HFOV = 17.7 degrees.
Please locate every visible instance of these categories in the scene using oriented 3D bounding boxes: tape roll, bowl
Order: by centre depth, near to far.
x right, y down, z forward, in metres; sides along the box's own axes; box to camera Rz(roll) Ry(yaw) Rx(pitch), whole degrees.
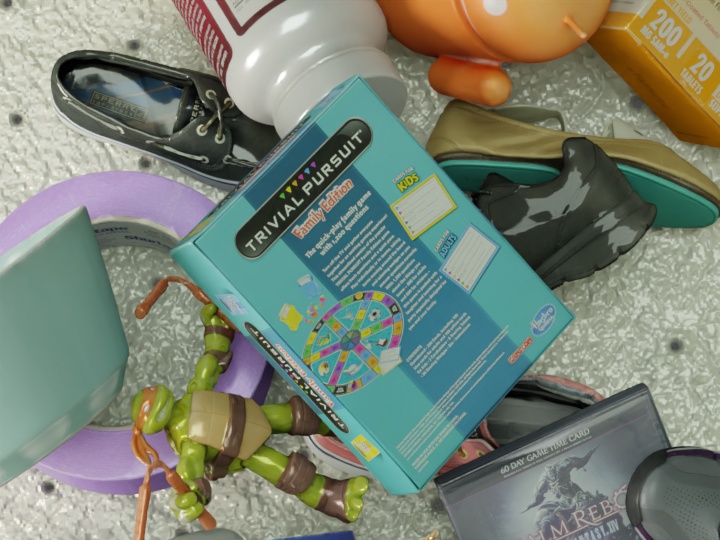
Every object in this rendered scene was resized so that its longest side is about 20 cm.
[{"bbox_3d":[-0.215,0.060,1.368,0.201,0.201,0.105,-37,97,-8],"label":"bowl"},{"bbox_3d":[-0.154,0.040,1.487,0.199,0.066,0.201,0,77,0],"label":"tape roll"}]

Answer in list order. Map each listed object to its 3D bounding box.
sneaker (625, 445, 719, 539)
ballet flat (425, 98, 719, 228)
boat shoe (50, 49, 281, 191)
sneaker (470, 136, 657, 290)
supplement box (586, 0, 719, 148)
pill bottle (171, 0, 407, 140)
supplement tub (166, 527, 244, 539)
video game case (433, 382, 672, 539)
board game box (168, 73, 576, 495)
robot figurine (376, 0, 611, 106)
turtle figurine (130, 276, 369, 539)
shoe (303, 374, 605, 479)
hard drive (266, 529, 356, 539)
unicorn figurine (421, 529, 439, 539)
[{"bbox_3d":[0.253,0.164,1.391,0.200,0.087,0.075,27,82,-29],"label":"sneaker"},{"bbox_3d":[0.143,-0.077,1.511,0.199,0.069,0.063,10,62,2],"label":"ballet flat"},{"bbox_3d":[-0.111,-0.098,1.523,0.199,0.057,0.069,14,77,4],"label":"boat shoe"},{"bbox_3d":[0.087,-0.010,1.473,0.200,0.076,0.091,-35,92,4],"label":"sneaker"},{"bbox_3d":[0.247,-0.195,1.504,0.126,0.073,0.200,42,79,-26],"label":"supplement box"},{"bbox_3d":[-0.054,-0.168,1.490,0.113,0.113,0.200,-28,63,-6],"label":"pill bottle"},{"bbox_3d":[-0.101,0.271,1.388,0.144,0.145,0.201,-23,77,-4],"label":"supplement tub"},{"bbox_3d":[0.145,0.186,1.420,0.142,0.019,0.201,-24,108,-5],"label":"video game case"},{"bbox_3d":[0.009,0.009,1.377,0.200,0.047,0.151,48,68,-9],"label":"board game box"},{"bbox_3d":[0.083,-0.192,1.471,0.144,0.200,0.117,-48,120,-19],"label":"robot figurine"},{"bbox_3d":[-0.075,0.106,1.400,0.161,0.064,0.201,17,50,-16],"label":"turtle figurine"},{"bbox_3d":[0.061,0.094,1.455,0.199,0.091,0.072,4,76,2],"label":"shoe"},{"bbox_3d":[-0.001,0.256,1.399,0.025,0.132,0.201,-28,76,20],"label":"hard drive"},{"bbox_3d":[-0.055,0.223,1.308,0.137,0.074,0.201,19,81,-10],"label":"unicorn figurine"}]
